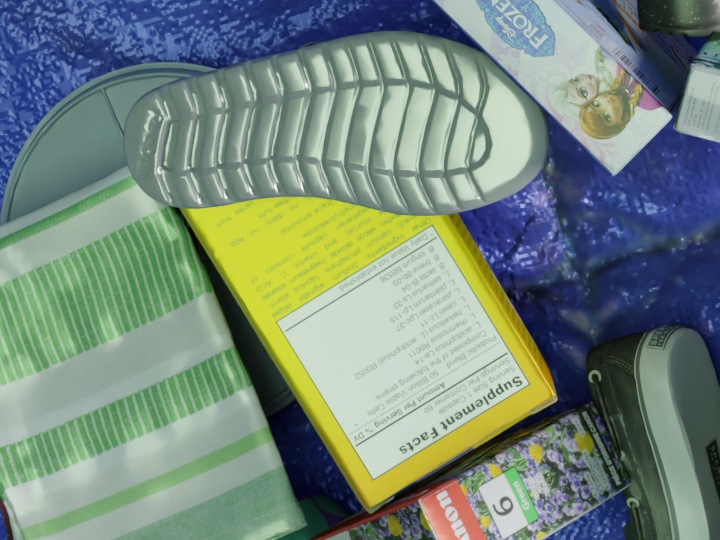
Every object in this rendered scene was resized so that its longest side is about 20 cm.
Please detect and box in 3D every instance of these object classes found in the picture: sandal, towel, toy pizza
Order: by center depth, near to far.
[{"bbox_3d":[-0.010,-0.069,1.126,0.202,0.050,0.083,1,101,18],"label":"sandal"},{"bbox_3d":[-0.130,0.062,1.229,0.152,0.023,0.201,-25,80,16],"label":"towel"},{"bbox_3d":[-0.095,-0.011,1.306,0.199,0.032,0.201,3,101,14],"label":"toy pizza"}]

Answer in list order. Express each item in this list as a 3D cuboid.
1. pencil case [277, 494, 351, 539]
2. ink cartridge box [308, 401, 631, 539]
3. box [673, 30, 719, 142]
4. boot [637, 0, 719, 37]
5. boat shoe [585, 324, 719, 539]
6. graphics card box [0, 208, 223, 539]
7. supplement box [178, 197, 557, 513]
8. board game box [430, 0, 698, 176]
[{"bbox_3d":[0.020,0.208,1.269,0.200,0.085,0.092,38,69,24],"label":"pencil case"},{"bbox_3d":[0.028,0.132,1.201,0.109,0.200,0.050,-28,87,48],"label":"ink cartridge box"},{"bbox_3d":[0.228,-0.082,1.116,0.144,0.200,0.036,17,110,10],"label":"box"},{"bbox_3d":[0.195,-0.193,1.109,0.068,0.200,0.131,19,126,55],"label":"boot"},{"bbox_3d":[0.162,0.125,1.256,0.056,0.069,0.201,-7,99,35],"label":"boat shoe"},{"bbox_3d":[-0.130,0.071,1.267,0.125,0.051,0.201,-15,82,18],"label":"graphics card box"},{"bbox_3d":[0.000,0.000,1.210,0.109,0.110,0.200,-31,92,5],"label":"supplement box"},{"bbox_3d":[0.072,-0.139,1.146,0.200,0.199,0.041,45,107,2],"label":"board game box"}]
